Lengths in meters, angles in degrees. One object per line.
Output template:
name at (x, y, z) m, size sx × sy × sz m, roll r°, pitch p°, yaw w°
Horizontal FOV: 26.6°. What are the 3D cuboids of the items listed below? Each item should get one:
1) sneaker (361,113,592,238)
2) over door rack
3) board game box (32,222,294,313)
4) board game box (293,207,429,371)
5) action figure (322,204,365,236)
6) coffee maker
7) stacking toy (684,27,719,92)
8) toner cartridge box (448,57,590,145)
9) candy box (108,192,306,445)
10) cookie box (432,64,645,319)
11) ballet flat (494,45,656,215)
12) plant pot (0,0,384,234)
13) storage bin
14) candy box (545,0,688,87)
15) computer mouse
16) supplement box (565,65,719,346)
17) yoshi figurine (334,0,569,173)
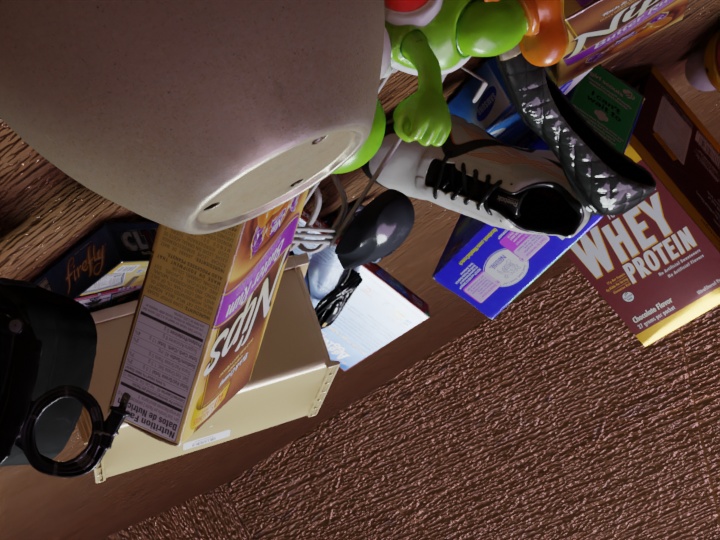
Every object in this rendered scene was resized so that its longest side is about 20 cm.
sneaker at (0.096, -0.076, 1.228) m, size 0.080 × 0.200 × 0.074 m, roll -77°, pitch 178°, yaw -67°
over door rack at (-0.007, -0.096, 1.130) m, size 0.200 × 0.067 × 0.148 m, roll -45°, pitch 170°, yaw 12°
board game box at (-0.165, 0.009, 1.197) m, size 0.135 × 0.035 × 0.200 m, roll -35°, pitch 162°, yaw 31°
board game box at (-0.042, 0.011, 1.322) m, size 0.103 × 0.019 × 0.200 m, roll -34°, pitch 128°, yaw 24°
action figure at (-0.055, 0.013, 1.458) m, size 0.200 × 0.105 × 0.193 m, roll -34°, pitch 161°, yaw 6°
coffee maker at (-0.226, 0.070, 0.919) m, size 0.135 × 0.192 × 0.200 m, roll -51°, pitch 175°, yaw -1°
stacking toy at (0.417, -0.223, 1.621) m, size 0.146 × 0.146 × 0.200 m, roll -26°, pitch -174°, yaw -24°
toner cartridge box at (0.115, -0.136, 1.327) m, size 0.095 × 0.043 × 0.200 m, roll -27°, pitch 172°, yaw -25°
candy box at (-0.090, -0.002, 0.972) m, size 0.117 × 0.056 × 0.200 m, roll -43°, pitch 155°, yaw -64°
cookie box at (0.165, -0.078, 1.396) m, size 0.171 × 0.075 × 0.200 m, roll -47°, pitch -169°, yaw 42°
ballet flat at (0.157, -0.122, 1.156) m, size 0.057 × 0.200 × 0.067 m, roll -26°, pitch -147°, yaw 23°
plant pot at (-0.068, -0.096, 0.667) m, size 0.200 × 0.135 × 0.200 m, roll -28°, pitch 171°, yaw -5°
storage bin at (-0.133, 0.085, 1.230) m, size 0.200 × 0.094 × 0.199 m, roll -16°, pitch 165°, yaw -13°
candy box at (0.184, -0.205, 1.120) m, size 0.117 × 0.057 × 0.200 m, roll -29°, pitch 170°, yaw 3°
computer mouse at (0.000, 0.000, 1.243) m, size 0.059 × 0.034 × 0.200 m, roll -35°, pitch 165°, yaw -31°
supplement box at (0.303, -0.070, 1.600) m, size 0.133 × 0.197 × 0.200 m, roll -35°, pitch -166°, yaw 32°
yoshi figurine at (0.023, -0.120, 0.915) m, size 0.200 × 0.112 × 0.112 m, roll -23°, pitch 173°, yaw -27°
